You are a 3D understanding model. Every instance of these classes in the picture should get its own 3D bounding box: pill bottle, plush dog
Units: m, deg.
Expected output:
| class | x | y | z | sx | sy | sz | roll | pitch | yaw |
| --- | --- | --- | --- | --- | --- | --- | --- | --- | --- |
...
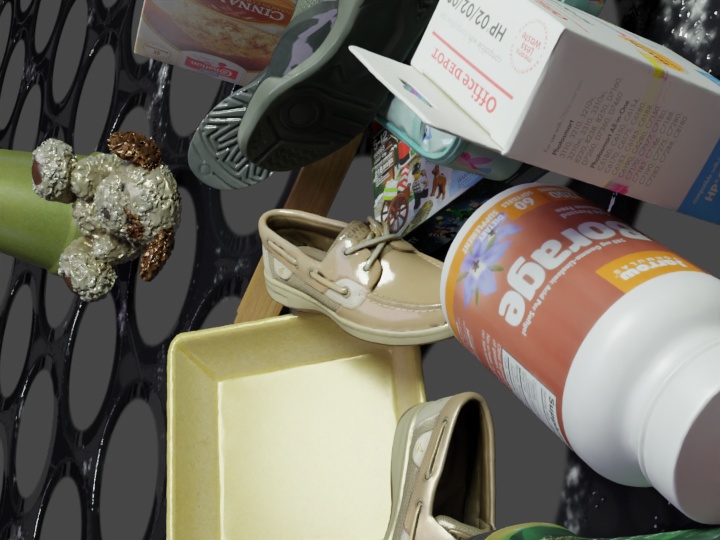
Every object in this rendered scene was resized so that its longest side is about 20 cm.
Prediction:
| class | x | y | z | sx | sy | sz | roll | pitch | yaw |
| --- | --- | --- | --- | --- | --- | --- | --- | --- | --- |
| pill bottle | 0.132 | 0.037 | 0.567 | 0.200 | 0.111 | 0.113 | 44 | 117 | 55 |
| plush dog | -0.277 | -0.075 | 1.311 | 0.171 | 0.160 | 0.202 | -4 | 104 | 44 |

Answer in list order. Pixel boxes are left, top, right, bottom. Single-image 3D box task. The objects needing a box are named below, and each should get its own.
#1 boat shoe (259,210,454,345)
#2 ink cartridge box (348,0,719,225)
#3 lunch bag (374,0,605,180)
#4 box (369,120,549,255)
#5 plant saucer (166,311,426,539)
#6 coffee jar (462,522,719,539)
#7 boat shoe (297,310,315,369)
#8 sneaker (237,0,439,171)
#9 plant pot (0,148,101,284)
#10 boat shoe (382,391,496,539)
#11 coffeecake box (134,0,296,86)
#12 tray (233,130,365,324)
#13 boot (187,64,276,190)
| class | x | y | z | sx | sy | sz | roll | pitch | yaw |
| --- | --- | --- | --- | --- | --- | --- | --- | --- | --- |
| boat shoe | 0.000 | 0.000 | 0.777 | 0.199 | 0.071 | 0.065 | 12 | 127 | 39 |
| ink cartridge box | 0.106 | -0.098 | 0.573 | 0.068 | 0.198 | 0.115 | -64 | 33 | 20 |
| lunch bag | 0.080 | -0.168 | 0.689 | 0.202 | 0.076 | 0.161 | -67 | 31 | 19 |
| box | 0.076 | -0.107 | 0.788 | 0.200 | 0.037 | 0.138 | -37 | 49 | 49 |
| plant saucer | -0.042 | 0.132 | 0.808 | 0.198 | 0.049 | 0.202 | -11 | 62 | 11 |
| coffee jar | 0.125 | 0.181 | 0.550 | 0.199 | 0.085 | 0.106 | -17 | 75 | 56 |
| boat shoe | -0.046 | 0.094 | 0.896 | 0.072 | 0.062 | 0.202 | 7 | 86 | 60 |
| sneaker | -0.018 | -0.160 | 0.706 | 0.200 | 0.076 | 0.115 | -54 | 36 | 30 |
| plant pot | -0.481 | -0.094 | 1.580 | 0.200 | 0.183 | 0.203 | -28 | 56 | 52 |
| boat shoe | 0.053 | 0.176 | 0.690 | 0.064 | 0.071 | 0.202 | -29 | 54 | 53 |
| coffeecake box | -0.116 | -0.251 | 1.000 | 0.200 | 0.152 | 0.074 | 136 | 146 | -67 |
| tray | -0.047 | -0.049 | 0.933 | 0.201 | 0.037 | 0.099 | -63 | 3 | 23 |
| boot | -0.054 | -0.150 | 0.890 | 0.164 | 0.066 | 0.200 | -38 | 14 | 15 |
